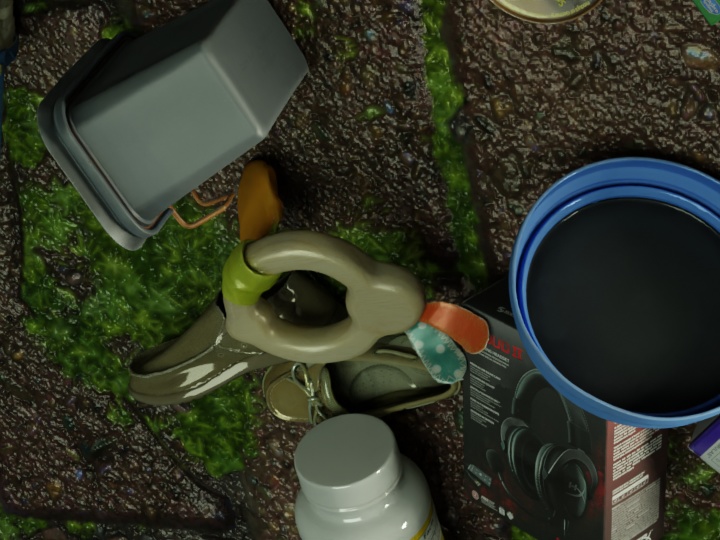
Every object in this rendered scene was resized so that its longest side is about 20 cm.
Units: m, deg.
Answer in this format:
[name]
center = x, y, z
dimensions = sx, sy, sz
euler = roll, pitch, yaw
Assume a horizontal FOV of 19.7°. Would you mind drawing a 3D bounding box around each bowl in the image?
[bowl]
center = 0.200, 0.017, 1.446
dimensions = 0.200, 0.201, 0.039
euler = 26, 155, 6

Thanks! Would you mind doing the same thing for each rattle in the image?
[rattle]
center = 0.000, 0.000, 1.568
dimensions = 0.199, 0.143, 0.131
euler = 3, 119, 3

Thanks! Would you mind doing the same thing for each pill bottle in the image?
[pill bottle]
center = 0.010, 0.213, 1.656
dimensions = 0.111, 0.111, 0.201
euler = 1, 131, 21

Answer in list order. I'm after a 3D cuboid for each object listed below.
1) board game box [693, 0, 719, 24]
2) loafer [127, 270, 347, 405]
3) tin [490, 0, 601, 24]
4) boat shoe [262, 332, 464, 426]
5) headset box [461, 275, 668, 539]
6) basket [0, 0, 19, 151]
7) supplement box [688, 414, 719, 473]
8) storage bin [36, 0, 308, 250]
[board game box]
center = 0.227, -0.277, 1.348
dimensions = 0.134, 0.029, 0.200
euler = -32, 103, 34
[loafer]
center = -0.106, 0.049, 1.657
dimensions = 0.199, 0.076, 0.068
euler = -21, 109, 20
[tin]
center = 0.094, -0.257, 1.417
dimensions = 0.200, 0.042, 0.112
euler = 43, 121, -6
[boat shoe]
center = 0.001, 0.088, 1.636
dimensions = 0.200, 0.063, 0.073
euler = -10, 115, 30
[headset box]
center = 0.152, 0.103, 1.545
dimensions = 0.149, 0.077, 0.201
euler = 27, 132, 40
[basket]
center = -0.345, -0.168, 1.581
dimensions = 0.176, 0.139, 0.201
euler = 21, 116, 11
[supplement box]
center = 0.354, 0.137, 1.501
dimensions = 0.200, 0.103, 0.101
euler = 40, 124, -2
[storage bin]
center = -0.120, -0.116, 1.498
dimensions = 0.134, 0.200, 0.146
euler = -28, 106, 22
